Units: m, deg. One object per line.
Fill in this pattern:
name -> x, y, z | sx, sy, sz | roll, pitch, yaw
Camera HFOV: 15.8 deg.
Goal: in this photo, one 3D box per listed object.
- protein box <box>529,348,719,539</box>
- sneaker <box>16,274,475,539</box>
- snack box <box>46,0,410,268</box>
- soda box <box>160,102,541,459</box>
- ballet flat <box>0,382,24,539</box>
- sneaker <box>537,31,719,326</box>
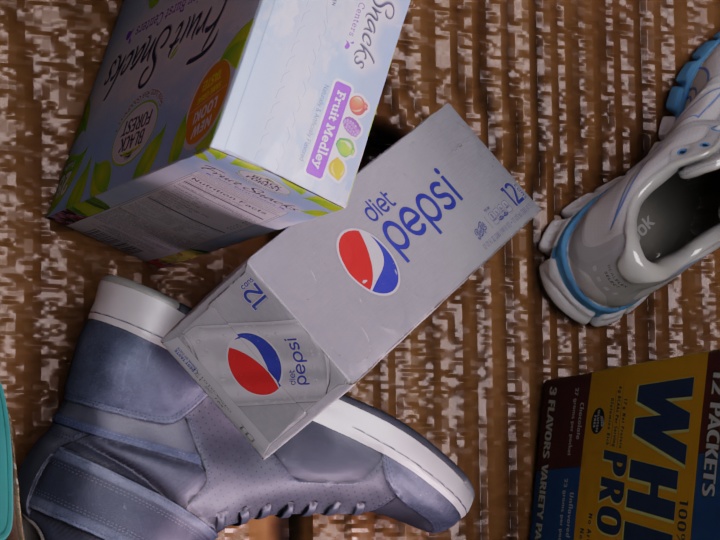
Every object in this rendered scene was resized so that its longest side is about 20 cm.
protein box -> 0.209, 0.122, 1.172 | 0.200, 0.199, 0.135 | 11, 79, -23
sneaker -> -0.056, 0.110, 1.125 | 0.202, 0.077, 0.146 | 28, 78, -24
snack box -> -0.048, -0.098, 1.085 | 0.068, 0.200, 0.169 | 23, 75, -20
soda box -> 0.000, 0.000, 1.113 | 0.068, 0.063, 0.200 | 49, 35, 0
ballet flat -> -0.167, 0.129, 1.047 | 0.070, 0.065, 0.200 | 19, 48, -33
sneaker -> 0.174, -0.052, 1.243 | 0.075, 0.087, 0.200 | 45, 67, -11
